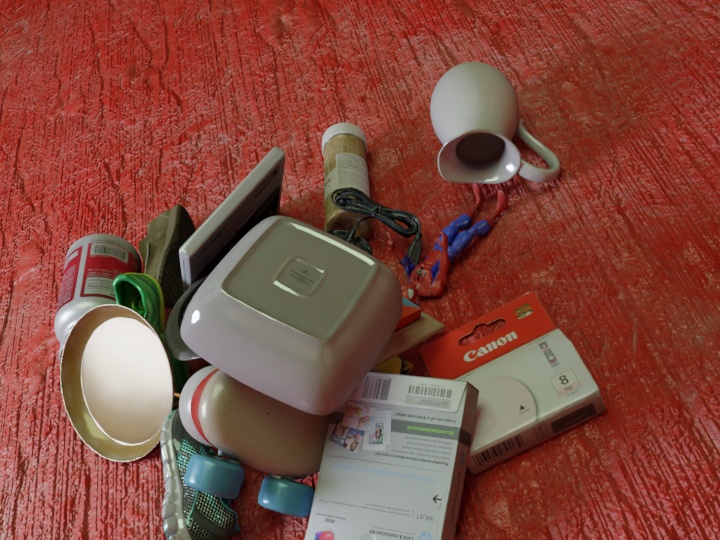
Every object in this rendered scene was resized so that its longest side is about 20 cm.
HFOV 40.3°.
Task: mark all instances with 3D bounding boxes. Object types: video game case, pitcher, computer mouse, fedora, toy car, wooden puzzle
[{"bbox_3d":[-0.177,-0.058,1.358,0.023,0.182,0.200,36,68,8],"label":"video game case"},{"bbox_3d":[0.181,-0.193,1.333,0.171,0.122,0.201,14,38,-11],"label":"pitcher"},{"bbox_3d":[0.000,0.000,1.285,0.140,0.046,0.201,19,74,7],"label":"computer mouse"},{"bbox_3d":[-0.159,0.074,1.268,0.176,0.091,0.200,-35,32,-10],"label":"fedora"},{"bbox_3d":[-0.134,0.163,1.127,0.200,0.176,0.185,-2,69,58],"label":"toy car"},{"bbox_3d":[-0.016,0.038,1.142,0.185,0.037,0.200,32,25,25],"label":"wooden puzzle"}]

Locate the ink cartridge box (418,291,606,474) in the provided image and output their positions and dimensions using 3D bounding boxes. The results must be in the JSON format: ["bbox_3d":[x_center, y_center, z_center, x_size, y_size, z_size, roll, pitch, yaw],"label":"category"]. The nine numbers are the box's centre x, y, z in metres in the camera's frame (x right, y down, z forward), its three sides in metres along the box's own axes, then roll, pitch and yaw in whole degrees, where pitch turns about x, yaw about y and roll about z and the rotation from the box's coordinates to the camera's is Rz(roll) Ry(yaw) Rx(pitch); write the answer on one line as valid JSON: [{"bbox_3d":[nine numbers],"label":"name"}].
[{"bbox_3d":[0.156,0.109,1.092,0.162,0.057,0.201,-27,46,4],"label":"ink cartridge box"}]

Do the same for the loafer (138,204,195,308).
[{"bbox_3d":[-0.290,-0.015,1.447,0.067,0.076,0.201,-19,36,17],"label":"loafer"}]

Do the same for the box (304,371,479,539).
[{"bbox_3d":[0.031,0.209,1.020,0.155,0.041,0.201,2,69,30],"label":"box"}]

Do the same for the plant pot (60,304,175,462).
[{"bbox_3d":[-0.306,0.142,1.253,0.199,0.027,0.201,3,95,31],"label":"plant pot"}]

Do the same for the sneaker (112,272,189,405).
[{"bbox_3d":[-0.289,0.093,1.299,0.074,0.084,0.201,-30,68,15],"label":"sneaker"}]

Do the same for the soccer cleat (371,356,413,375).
[{"bbox_3d":[0.016,0.112,1.165,0.083,0.065,0.201,-14,40,-8],"label":"soccer cleat"}]

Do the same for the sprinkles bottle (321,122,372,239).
[{"bbox_3d":[-0.020,-0.127,1.404,0.068,0.068,0.201,-17,43,13],"label":"sprinkles bottle"}]

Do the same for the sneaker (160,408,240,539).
[{"bbox_3d":[-0.183,0.243,1.147,0.091,0.078,0.201,-11,46,-4],"label":"sneaker"}]

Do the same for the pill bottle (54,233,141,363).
[{"bbox_3d":[-0.373,0.051,1.395,0.112,0.112,0.201,-19,43,11],"label":"pill bottle"}]

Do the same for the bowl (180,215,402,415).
[{"bbox_3d":[-0.066,0.029,1.020,0.199,0.075,0.200,26,49,13],"label":"bowl"}]

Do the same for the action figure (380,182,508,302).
[{"bbox_3d":[0.102,-0.046,1.240,0.065,0.099,0.200,20,63,41],"label":"action figure"}]
